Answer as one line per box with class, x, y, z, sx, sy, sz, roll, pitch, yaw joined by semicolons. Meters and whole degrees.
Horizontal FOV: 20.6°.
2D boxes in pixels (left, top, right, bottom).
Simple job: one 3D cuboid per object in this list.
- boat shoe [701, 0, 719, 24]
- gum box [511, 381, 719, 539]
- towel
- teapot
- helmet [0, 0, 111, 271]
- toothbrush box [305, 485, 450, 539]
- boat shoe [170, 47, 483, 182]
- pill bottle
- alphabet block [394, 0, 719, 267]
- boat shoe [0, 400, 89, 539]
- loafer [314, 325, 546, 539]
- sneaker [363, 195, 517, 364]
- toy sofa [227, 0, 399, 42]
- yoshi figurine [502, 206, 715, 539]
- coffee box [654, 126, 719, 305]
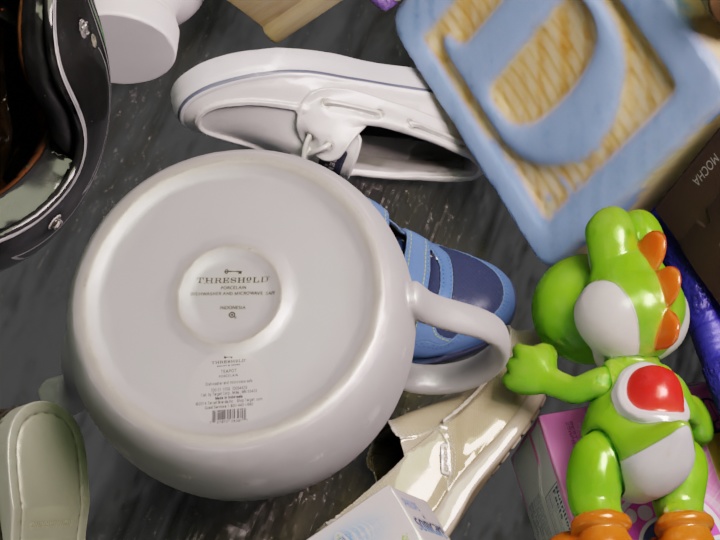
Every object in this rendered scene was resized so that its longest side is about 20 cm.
boat shoe;0.236;-0.172;1.068;0.199;0.073;0.063;-10;58;-49
gum box;0.169;0.165;1.121;0.112;0.066;0.202;-9;65;-17
towel;0.234;0.061;1.152;0.049;0.148;0.202;-25;67;16
teapot;-0.054;0.041;1.062;0.200;0.146;0.197;39;76;22
helmet;-0.227;-0.096;1.091;0.198;0.192;0.201;3;30;-1
toothbrush box;0.016;0.235;1.004;0.145;0.086;0.201;-33;71;6
boat shoe;-0.015;-0.088;1.204;0.198;0.074;0.066;0;58;-12
pill bottle;-0.140;-0.219;1.224;0.103;0.104;0.202;8;61;-10
alphabet block;0.176;-0.147;1.186;0.199;0.195;0.197;-18;71;-39
boat shoe;-0.180;0.172;1.034;0.071;0.060;0.203;13;72;-46
loafer;0.043;0.101;1.119;0.068;0.076;0.201;36;61;0
sneaker;0.000;0.000;1.157;0.198;0.082;0.075;10;59;-10
toy sofa;-0.028;-0.240;1.239;0.097;0.082;0.201;34;45;-35
yoshi figurine;0.138;0.069;1.087;0.111;0.112;0.202;-7;73;23
coffee box;0.277;-0.065;1.106;0.199;0.113;0.080;-25;72;-29
